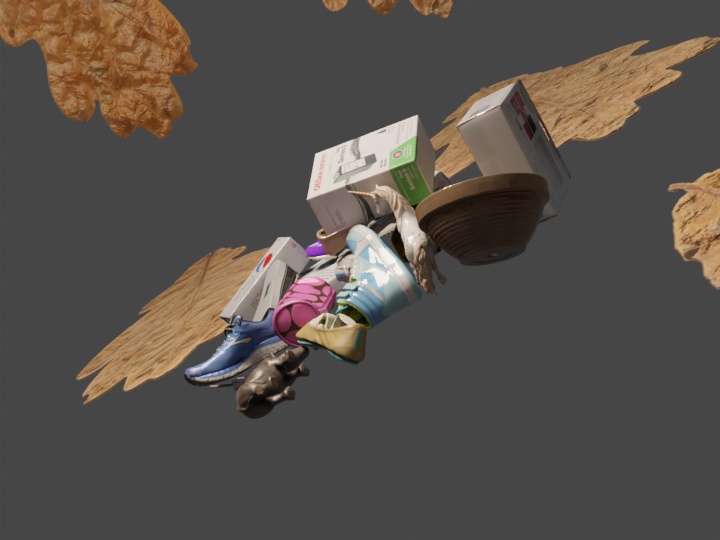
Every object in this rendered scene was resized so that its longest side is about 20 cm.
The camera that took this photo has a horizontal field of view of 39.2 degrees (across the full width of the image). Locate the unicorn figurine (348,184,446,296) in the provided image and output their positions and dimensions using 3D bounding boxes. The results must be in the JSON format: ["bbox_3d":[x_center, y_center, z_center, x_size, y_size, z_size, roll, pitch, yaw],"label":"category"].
[{"bbox_3d":[0.077,-0.056,1.586,0.074,0.138,0.200,-35,37,-5],"label":"unicorn figurine"}]

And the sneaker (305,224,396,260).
[{"bbox_3d":[-0.024,-0.091,1.944,0.198,0.100,0.070,-23,7,0],"label":"sneaker"}]

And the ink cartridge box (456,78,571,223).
[{"bbox_3d":[0.256,-0.191,1.649,0.083,0.201,0.176,-23,14,28],"label":"ink cartridge box"}]

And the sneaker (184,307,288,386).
[{"bbox_3d":[-0.211,0.126,1.688,0.199,0.090,0.078,-29,2,-27],"label":"sneaker"}]

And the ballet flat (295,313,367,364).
[{"bbox_3d":[-0.038,0.095,1.512,0.200,0.068,0.064,12,86,64],"label":"ballet flat"}]

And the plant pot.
[{"bbox_3d":[0.186,-0.065,1.485,0.199,0.094,0.201,-10,-15,-3],"label":"plant pot"}]

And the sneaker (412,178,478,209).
[{"bbox_3d":[0.159,-0.110,1.707,0.198,0.071,0.090,-13,3,-13],"label":"sneaker"}]

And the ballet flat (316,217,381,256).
[{"bbox_3d":[0.005,-0.105,1.765,0.200,0.070,0.070,-40,11,7],"label":"ballet flat"}]

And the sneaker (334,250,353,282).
[{"bbox_3d":[0.000,0.000,1.762,0.086,0.076,0.200,-24,10,-5],"label":"sneaker"}]

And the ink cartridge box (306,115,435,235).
[{"bbox_3d":[0.019,-0.158,1.686,0.198,0.084,0.147,-19,34,19],"label":"ink cartridge box"}]

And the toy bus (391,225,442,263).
[{"bbox_3d":[0.105,-0.070,1.832,0.078,0.065,0.200,-26,13,17],"label":"toy bus"}]

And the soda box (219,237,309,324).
[{"bbox_3d":[-0.184,0.031,1.966,0.201,0.064,0.068,-55,21,-15],"label":"soda box"}]

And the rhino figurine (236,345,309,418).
[{"bbox_3d":[-0.125,0.156,1.497,0.087,0.060,0.200,-30,9,22],"label":"rhino figurine"}]

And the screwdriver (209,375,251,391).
[{"bbox_3d":[-0.212,0.185,1.663,0.200,0.028,0.029,-8,54,64],"label":"screwdriver"}]

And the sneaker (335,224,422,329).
[{"bbox_3d":[-0.003,0.013,1.600,0.130,0.080,0.200,-35,41,-7],"label":"sneaker"}]

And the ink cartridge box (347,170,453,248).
[{"bbox_3d":[0.061,-0.094,1.810,0.200,0.057,0.162,-49,15,-10],"label":"ink cartridge box"}]

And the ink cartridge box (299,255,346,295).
[{"bbox_3d":[-0.070,0.020,1.934,0.199,0.041,0.199,-36,14,-25],"label":"ink cartridge box"}]

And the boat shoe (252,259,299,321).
[{"bbox_3d":[-0.150,0.066,1.863,0.071,0.063,0.201,-43,25,42],"label":"boat shoe"}]

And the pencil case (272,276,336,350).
[{"bbox_3d":[-0.087,0.066,1.697,0.093,0.091,0.200,-28,11,9],"label":"pencil case"}]
